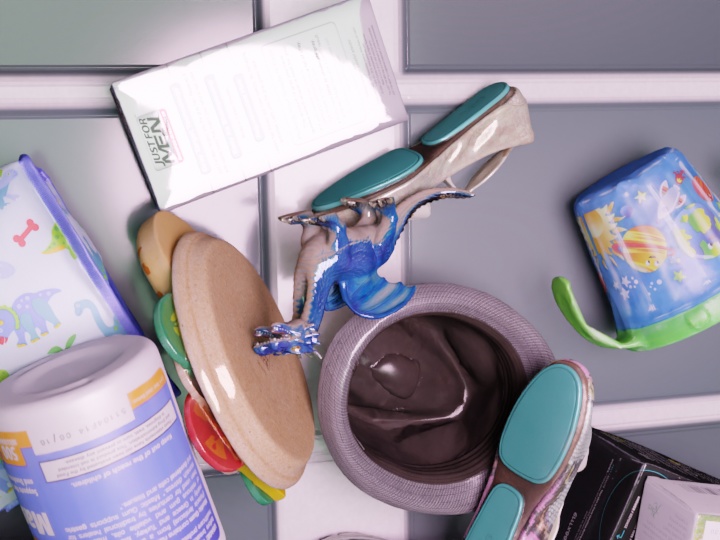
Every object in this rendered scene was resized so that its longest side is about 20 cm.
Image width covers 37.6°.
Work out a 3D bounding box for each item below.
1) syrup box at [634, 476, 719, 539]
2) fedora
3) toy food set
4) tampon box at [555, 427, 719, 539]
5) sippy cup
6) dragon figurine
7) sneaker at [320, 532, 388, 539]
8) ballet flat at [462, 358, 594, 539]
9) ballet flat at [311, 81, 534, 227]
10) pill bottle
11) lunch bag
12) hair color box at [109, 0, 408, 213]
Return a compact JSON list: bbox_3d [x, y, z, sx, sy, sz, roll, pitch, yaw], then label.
[{"bbox_3d":[0.243,0.264,0.782,0.078,0.081,0.201,9,97,-14],"label":"syrup box"},{"bbox_3d":[0.049,0.093,0.836,0.199,0.090,0.178,16,94,-23],"label":"fedora"},{"bbox_3d":[-0.090,0.064,0.748,0.048,0.199,0.200,-22,139,10],"label":"toy food set"},{"bbox_3d":[0.257,0.241,0.891,0.199,0.126,0.151,24,91,-17],"label":"tampon box"},{"bbox_3d":[0.243,-0.024,0.860,0.178,0.139,0.131,-35,95,-47],"label":"sippy cup"},{"bbox_3d":[0.000,0.000,0.756,0.199,0.059,0.100,-19,105,-39],"label":"dragon figurine"},{"bbox_3d":[0.034,0.248,0.849,0.199,0.086,0.078,-2,80,-17],"label":"sneaker"},{"bbox_3d":[0.134,0.162,0.804,0.071,0.069,0.201,16,98,-41],"label":"ballet flat"},{"bbox_3d":[0.055,-0.075,0.833,0.199,0.067,0.063,-33,114,-8],"label":"ballet flat"},{"bbox_3d":[-0.151,0.152,0.671,0.111,0.112,0.201,-19,105,-12],"label":"pill bottle"},{"bbox_3d":[-0.246,0.048,0.736,0.170,0.127,0.201,-33,94,-9],"label":"lunch bag"},{"bbox_3d":[-0.076,-0.125,0.793,0.199,0.061,0.100,-22,102,-12],"label":"hair color box"}]
